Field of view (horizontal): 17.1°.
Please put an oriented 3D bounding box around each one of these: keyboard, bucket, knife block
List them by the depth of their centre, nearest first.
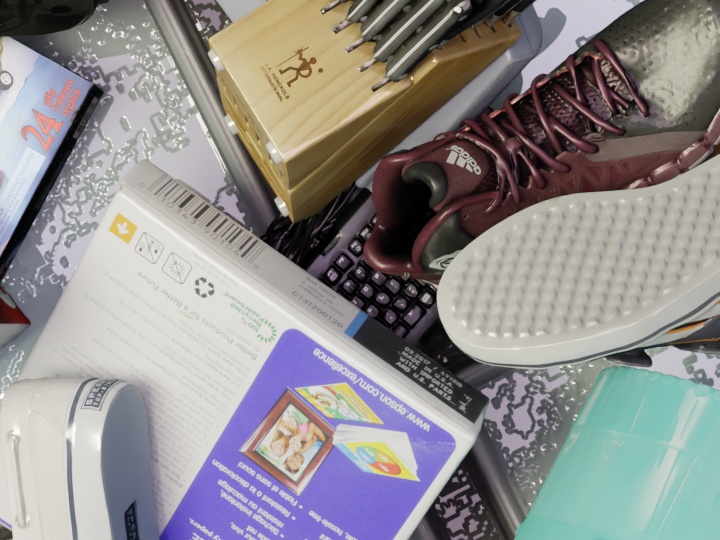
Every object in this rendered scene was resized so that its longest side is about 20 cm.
[{"bbox_3d":[0.024,-0.107,1.035,0.175,0.200,0.064,-31,81,-5],"label":"knife block"},{"bbox_3d":[0.161,0.140,1.056,0.206,0.207,0.136,25,82,2],"label":"bucket"},{"bbox_3d":[0.000,0.000,1.140,0.104,0.040,0.200,40,89,1],"label":"keyboard"}]

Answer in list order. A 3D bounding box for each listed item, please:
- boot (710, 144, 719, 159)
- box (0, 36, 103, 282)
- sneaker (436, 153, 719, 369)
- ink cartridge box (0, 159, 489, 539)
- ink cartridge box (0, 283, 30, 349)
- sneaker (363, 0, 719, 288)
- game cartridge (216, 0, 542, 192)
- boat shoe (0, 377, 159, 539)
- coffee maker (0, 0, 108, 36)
[{"bbox_3d":[0.191,-0.071,1.129,0.198,0.074,0.156,6,81,5],"label":"boot"},{"bbox_3d":[-0.230,-0.033,1.147,0.136,0.038,0.201,28,90,2],"label":"box"},{"bbox_3d":[0.133,0.003,1.033,0.198,0.080,0.079,-20,56,0],"label":"sneaker"},{"bbox_3d":[-0.068,0.082,1.121,0.197,0.043,0.201,34,121,3],"label":"ink cartridge box"},{"bbox_3d":[-0.245,-0.032,1.041,0.084,0.176,0.201,-36,89,1],"label":"ink cartridge box"},{"bbox_3d":[0.079,-0.053,1.044,0.200,0.115,0.076,-44,66,26],"label":"sneaker"},{"bbox_3d":[-0.007,-0.146,1.098,0.201,0.041,0.133,53,133,11],"label":"game cartridge"},{"bbox_3d":[-0.144,0.143,1.112,0.085,0.075,0.204,6,116,18],"label":"boat shoe"},{"bbox_3d":[-0.207,-0.213,1.098,0.190,0.135,0.202,-3,74,18],"label":"coffee maker"}]
